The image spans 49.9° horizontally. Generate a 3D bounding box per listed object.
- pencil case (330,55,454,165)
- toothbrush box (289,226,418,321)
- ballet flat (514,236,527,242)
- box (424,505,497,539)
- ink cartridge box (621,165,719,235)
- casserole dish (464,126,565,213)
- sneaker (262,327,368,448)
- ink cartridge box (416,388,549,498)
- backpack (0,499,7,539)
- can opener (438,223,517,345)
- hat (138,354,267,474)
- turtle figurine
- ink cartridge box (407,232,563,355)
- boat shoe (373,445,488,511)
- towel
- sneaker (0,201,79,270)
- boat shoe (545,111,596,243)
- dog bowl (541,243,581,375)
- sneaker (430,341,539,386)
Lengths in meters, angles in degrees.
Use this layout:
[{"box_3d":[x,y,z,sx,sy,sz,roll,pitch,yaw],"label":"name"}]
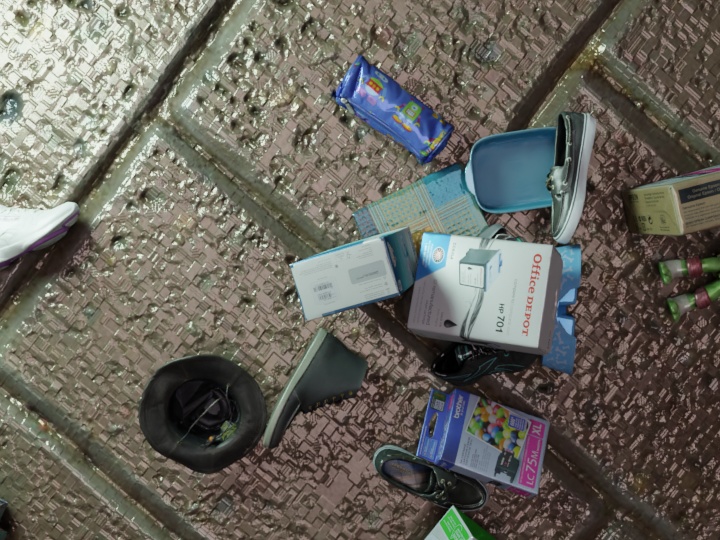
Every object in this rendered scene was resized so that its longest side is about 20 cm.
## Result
[{"box_3d":[0.049,-0.245,1.204,0.198,0.078,0.088,36,62,-2],"label":"pencil case"},{"box_3d":[0.000,0.000,1.140,0.143,0.200,0.087,-16,94,14],"label":"toothbrush box"},{"box_3d":[0.257,0.050,1.233,0.071,0.073,0.205,6,86,-1],"label":"ballet flat"},{"box_3d":[0.170,0.507,1.205,0.199,0.097,0.177,39,92,-19],"label":"box"},{"box_3d":[0.507,-0.108,1.159,0.161,0.200,0.077,-16,93,-1],"label":"ink cartridge box"},{"box_3d":[0.255,-0.157,1.225,0.195,0.039,0.124,-9,93,-7],"label":"casserole dish"},{"box_3d":[-0.068,0.203,1.209,0.105,0.075,0.203,31,78,-4],"label":"sneaker"},{"box_3d":[0.195,0.267,1.226,0.196,0.042,0.122,19,64,0],"label":"ink cartridge box"},{"box_3d":[-0.636,0.390,1.161,0.173,0.200,0.154,12,72,0],"label":"backpack"},{"box_3d":[0.178,0.021,1.226,0.053,0.067,0.202,22,110,-31],"label":"can opener"},{"box_3d":[-0.246,0.211,1.218,0.195,0.081,0.206,-3,106,-12],"label":"hat"},{"box_3d":[0.568,0.019,1.181,0.190,0.145,0.203,-17,50,17],"label":"turtle figurine"},{"box_3d":[0.181,0.032,1.124,0.196,0.086,0.150,6,80,27],"label":"ink cartridge box"},{"box_3d":[0.113,0.338,1.233,0.196,0.057,0.070,20,92,-1],"label":"boat shoe"},{"box_3d":[0.102,-0.067,1.244,0.196,0.022,0.149,-24,93,1],"label":"towel"},{"box_3d":[-0.536,-0.070,1.203,0.197,0.075,0.101,-25,94,0],"label":"sneaker"},{"box_3d":[0.312,-0.144,1.185,0.055,0.069,0.205,13,83,-5],"label":"boat shoe"},{"box_3d":[0.312,0.059,1.211,0.048,0.111,0.206,3,92,12],"label":"dog bowl"},{"box_3d":[0.193,0.127,1.177,0.198,0.078,0.077,-33,59,33],"label":"sneaker"}]
